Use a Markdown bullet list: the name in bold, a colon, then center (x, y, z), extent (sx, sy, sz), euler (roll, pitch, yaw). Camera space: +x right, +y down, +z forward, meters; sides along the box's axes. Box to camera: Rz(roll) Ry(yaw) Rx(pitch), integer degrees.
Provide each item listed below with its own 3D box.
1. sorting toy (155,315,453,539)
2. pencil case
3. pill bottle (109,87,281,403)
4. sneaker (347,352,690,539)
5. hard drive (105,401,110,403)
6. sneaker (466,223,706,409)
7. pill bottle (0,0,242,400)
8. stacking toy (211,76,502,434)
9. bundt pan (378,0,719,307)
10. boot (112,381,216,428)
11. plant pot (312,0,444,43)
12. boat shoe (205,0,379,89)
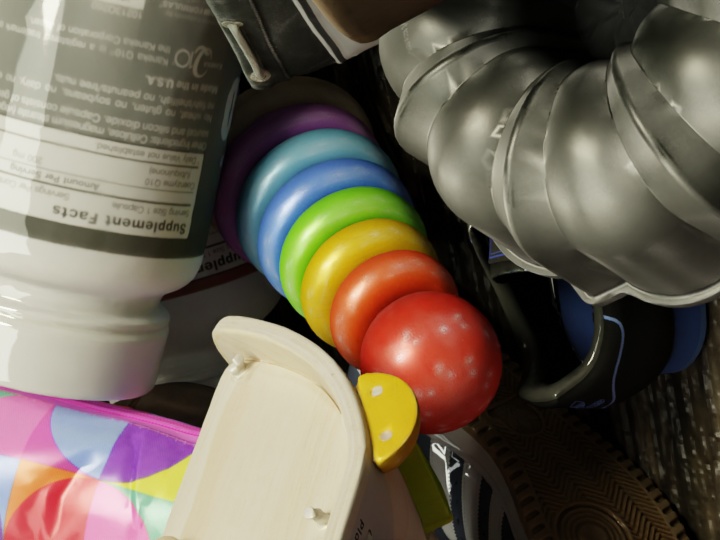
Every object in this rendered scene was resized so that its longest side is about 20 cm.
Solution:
- **sorting toy**: center (0.000, 0.144, 0.694), extent (0.107, 0.200, 0.180), euler (-7, 138, 31)
- **pencil case**: center (-0.124, 0.088, 0.785), extent (0.200, 0.088, 0.089), euler (15, 118, 15)
- **pill bottle**: center (-0.099, -0.028, 0.898), extent (0.112, 0.112, 0.200), euler (-2, 105, 50)
- **sneaker**: center (0.058, 0.110, 0.802), extent (0.200, 0.070, 0.109), euler (47, 135, 30)
- **hard drive**: center (-0.149, -0.001, 0.957), extent (0.042, 0.135, 0.201), euler (-10, 94, 35)
- **sneaker**: center (0.075, -0.045, 0.716), extent (0.070, 0.078, 0.200), euler (-11, 95, 51)
- **pill bottle**: center (-0.112, -0.056, 0.779), extent (0.114, 0.114, 0.200), euler (21, 103, 44)
- **stacking toy**: center (0.000, 0.000, 0.771), extent (0.200, 0.085, 0.086), euler (-125, 39, -50)
- **bundt pan**: center (0.085, -0.091, 0.631), extent (0.202, 0.076, 0.202), euler (-10, 75, 38)
- **boot**: center (-0.078, 0.148, 0.859), extent (0.146, 0.070, 0.200), euler (-6, 107, 21)
- **plant pot**: center (0.033, -0.190, 0.548), extent (0.174, 0.200, 0.201), euler (-24, 83, 9)
- **boat shoe**: center (-0.058, -0.130, 0.631), extent (0.068, 0.199, 0.074), euler (-25, 59, 10)
